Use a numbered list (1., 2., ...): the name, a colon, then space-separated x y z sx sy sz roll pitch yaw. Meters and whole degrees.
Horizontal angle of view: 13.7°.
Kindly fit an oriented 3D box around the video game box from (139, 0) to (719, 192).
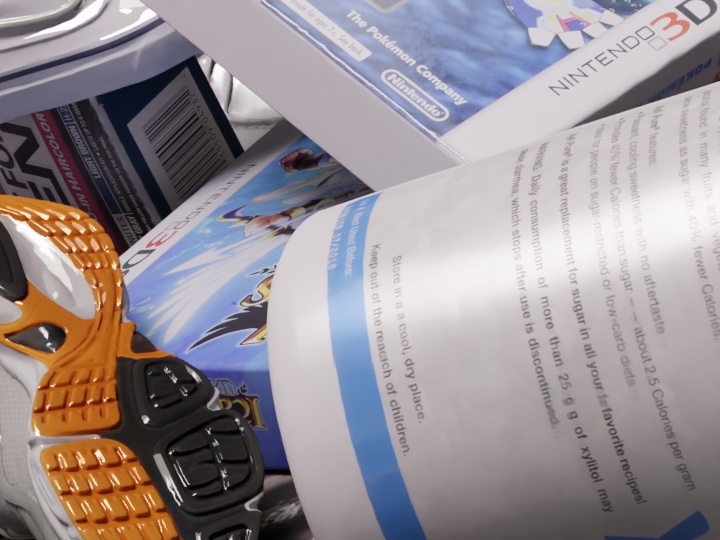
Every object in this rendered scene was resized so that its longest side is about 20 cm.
1. video game box: 0.032 -0.110 1.024 0.200 0.047 0.182 39 50 25

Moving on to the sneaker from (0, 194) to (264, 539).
1. sneaker: -0.091 0.064 0.969 0.075 0.092 0.200 -1 37 -26

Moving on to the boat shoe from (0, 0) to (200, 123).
1. boat shoe: -0.118 -0.099 1.101 0.199 0.067 0.074 -26 28 -4

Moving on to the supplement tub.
1. supplement tub: 0.088 0.020 0.792 0.199 0.133 0.132 -17 23 19

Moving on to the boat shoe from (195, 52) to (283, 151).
1. boat shoe: -0.064 -0.070 1.240 0.199 0.069 0.072 2 33 48

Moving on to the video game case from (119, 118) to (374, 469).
1. video game case: 0.000 0.000 1.046 0.199 0.046 0.181 -1 33 45

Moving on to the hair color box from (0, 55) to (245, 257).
1. hair color box: -0.140 -0.043 1.215 0.199 0.100 0.061 -3 33 43
